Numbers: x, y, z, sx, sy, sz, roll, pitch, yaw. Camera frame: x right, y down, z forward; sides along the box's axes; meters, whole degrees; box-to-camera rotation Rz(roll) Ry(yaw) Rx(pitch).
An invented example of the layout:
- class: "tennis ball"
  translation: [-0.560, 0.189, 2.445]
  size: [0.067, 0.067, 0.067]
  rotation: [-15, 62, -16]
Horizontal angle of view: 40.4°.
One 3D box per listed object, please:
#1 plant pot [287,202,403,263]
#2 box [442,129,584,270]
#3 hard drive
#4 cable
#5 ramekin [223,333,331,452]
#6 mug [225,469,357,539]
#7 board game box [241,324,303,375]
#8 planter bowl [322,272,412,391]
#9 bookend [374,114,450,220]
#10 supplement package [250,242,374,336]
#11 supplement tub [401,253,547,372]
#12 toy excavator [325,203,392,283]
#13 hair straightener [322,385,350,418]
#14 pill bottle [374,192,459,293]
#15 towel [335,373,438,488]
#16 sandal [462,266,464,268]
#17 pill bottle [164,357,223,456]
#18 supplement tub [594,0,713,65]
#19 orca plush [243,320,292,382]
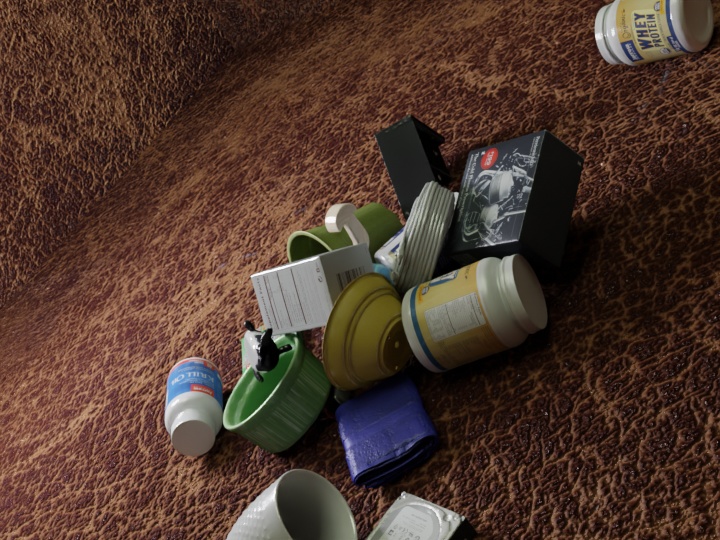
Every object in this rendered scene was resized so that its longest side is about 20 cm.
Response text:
- class: "plant pot"
  translation: [-0.011, -0.036, 1.941]
  size: [0.189, 0.202, 0.199]
  rotation: [-35, 23, -30]
- class: "box"
  translation: [0.252, -0.106, 1.617]
  size: [0.181, 0.104, 0.202]
  rotation: [-9, 59, 52]
- class: "hard drive"
  translation: [0.046, 0.396, 1.302]
  size: [0.200, 0.038, 0.139]
  rotation: [-49, 28, -21]
- class: "cable"
  translation: [0.110, -0.052, 1.680]
  size: [0.200, 0.068, 0.202]
  rotation: [80, -151, -78]
- class: "ramekin"
  translation: [-0.140, 0.219, 1.710]
  size: [0.200, 0.097, 0.201]
  rotation: [-43, 20, 20]
- class: "mug"
  translation: [-0.110, 0.407, 1.359]
  size: [0.175, 0.147, 0.201]
  rotation: [-44, 35, 28]
- class: "board game box"
  translation: [-0.177, 0.162, 1.967]
  size: [0.134, 0.029, 0.201]
  rotation: [-34, 26, 9]
- class: "planter bowl"
  translation: [0.032, 0.111, 1.594]
  size: [0.083, 0.202, 0.201]
  rotation: [17, 56, 36]
- class: "bookend"
  translation: [0.137, -0.198, 2.068]
  size: [0.091, 0.198, 0.202]
  rotation: [-25, 72, 21]
- class: "supplement package"
  translation: [-0.077, 0.035, 1.691]
  size: [0.116, 0.119, 0.199]
  rotation: [-18, 3, -41]
- class: "supplement tub"
  translation: [0.180, 0.066, 1.551]
  size: [0.198, 0.145, 0.145]
  rotation: [-23, 29, 26]
- class: "toy excavator"
  translation: [0.000, 0.000, 1.776]
  size: [0.099, 0.193, 0.203]
  rotation: [-1, 71, 52]
- class: "hair straightener"
  translation: [-0.018, 0.175, 1.738]
  size: [0.077, 0.041, 0.201]
  rotation: [-39, 16, 30]
- class: "pill bottle"
  translation: [0.132, -0.052, 1.841]
  size: [0.200, 0.111, 0.111]
  rotation: [-41, 26, -9]
- class: "towel"
  translation: [0.040, 0.252, 1.540]
  size: [0.146, 0.050, 0.200]
  rotation: [-28, 26, 2]
- class: "sandal"
  translation: [0.205, 0.012, 1.713]
  size: [0.201, 0.075, 0.048]
  rotation: [-52, -3, -31]
- class: "pill bottle"
  translation: [-0.319, 0.264, 1.883]
  size: [0.112, 0.113, 0.200]
  rotation: [-33, 27, 7]
- class: "supplement tub"
  translation: [0.586, -0.493, 1.962]
  size: [0.199, 0.145, 0.145]
  rotation: [-5, 40, 48]
- class: "orca plush"
  translation: [-0.151, 0.123, 1.647]
  size: [0.070, 0.106, 0.200]
  rotation: [-14, -15, -13]
